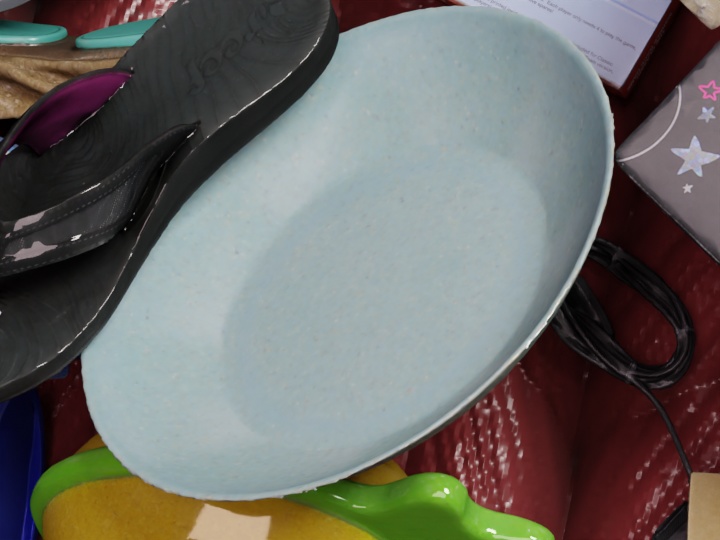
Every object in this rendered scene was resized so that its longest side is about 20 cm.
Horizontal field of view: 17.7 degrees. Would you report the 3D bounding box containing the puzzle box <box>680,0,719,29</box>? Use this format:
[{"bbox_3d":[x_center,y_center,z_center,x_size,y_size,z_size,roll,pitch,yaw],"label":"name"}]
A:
[{"bbox_3d":[0.164,-0.174,0.736,0.025,0.201,0.133,40,131,-22],"label":"puzzle box"}]

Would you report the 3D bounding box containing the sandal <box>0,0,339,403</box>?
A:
[{"bbox_3d":[-0.091,-0.040,0.789,0.075,0.048,0.201,33,75,30],"label":"sandal"}]

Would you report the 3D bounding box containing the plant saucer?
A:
[{"bbox_3d":[0.000,0.000,0.763,0.200,0.039,0.202,-21,42,20],"label":"plant saucer"}]

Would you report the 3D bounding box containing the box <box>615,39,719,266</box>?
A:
[{"bbox_3d":[0.199,-0.062,0.747,0.200,0.132,0.115,-46,75,8],"label":"box"}]

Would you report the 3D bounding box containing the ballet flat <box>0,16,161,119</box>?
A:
[{"bbox_3d":[-0.107,-0.064,0.888,0.199,0.068,0.073,0,105,18],"label":"ballet flat"}]

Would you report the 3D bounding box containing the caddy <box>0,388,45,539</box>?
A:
[{"bbox_3d":[-0.192,0.111,0.853,0.104,0.141,0.201,8,86,13],"label":"caddy"}]

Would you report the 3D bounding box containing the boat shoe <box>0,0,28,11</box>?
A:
[{"bbox_3d":[-0.179,-0.132,0.878,0.199,0.062,0.072,-4,87,41],"label":"boat shoe"}]

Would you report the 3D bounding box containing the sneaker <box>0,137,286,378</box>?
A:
[{"bbox_3d":[-0.103,0.006,0.850,0.199,0.082,0.074,12,121,13],"label":"sneaker"}]

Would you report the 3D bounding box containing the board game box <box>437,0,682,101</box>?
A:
[{"bbox_3d":[0.038,-0.154,0.863,0.199,0.019,0.103,30,91,17],"label":"board game box"}]

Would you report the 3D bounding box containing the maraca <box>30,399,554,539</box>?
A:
[{"bbox_3d":[-0.022,0.100,0.805,0.199,0.137,0.107,1,58,24],"label":"maraca"}]

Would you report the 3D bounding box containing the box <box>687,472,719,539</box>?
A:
[{"bbox_3d":[0.201,0.144,0.736,0.199,0.021,0.164,2,59,10],"label":"box"}]

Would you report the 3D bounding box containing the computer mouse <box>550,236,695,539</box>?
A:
[{"bbox_3d":[0.115,0.074,0.818,0.058,0.034,0.201,-24,70,1],"label":"computer mouse"}]
